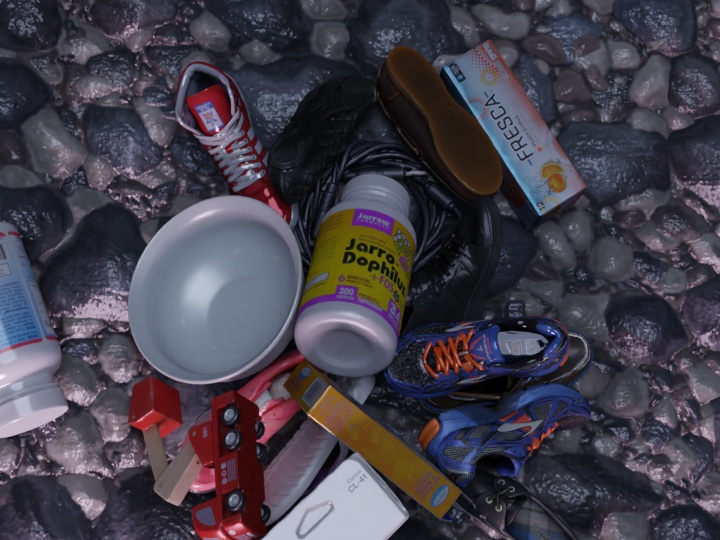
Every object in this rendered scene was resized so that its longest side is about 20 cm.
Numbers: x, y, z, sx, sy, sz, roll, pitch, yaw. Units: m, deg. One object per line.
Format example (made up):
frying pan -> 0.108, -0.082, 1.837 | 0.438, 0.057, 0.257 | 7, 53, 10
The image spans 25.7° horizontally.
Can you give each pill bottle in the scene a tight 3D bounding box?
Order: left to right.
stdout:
pill bottle -> -0.369, 0.061, 1.604 | 0.108, 0.109, 0.202 | -20, 79, -11
pill bottle -> 0.000, 0.000, 1.594 | 0.103, 0.105, 0.202 | 14, 51, -3

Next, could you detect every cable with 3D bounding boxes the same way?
cable -> 0.002, -0.051, 1.702 | 0.199, 0.051, 0.164 | -37, 83, -13

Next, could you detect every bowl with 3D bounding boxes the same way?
bowl -> -0.134, 0.033, 1.629 | 0.198, 0.090, 0.204 | -9, 65, 19

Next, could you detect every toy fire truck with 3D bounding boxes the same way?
toy fire truck -> -0.162, 0.188, 1.564 | 0.140, 0.049, 0.202 | -24, 54, 26

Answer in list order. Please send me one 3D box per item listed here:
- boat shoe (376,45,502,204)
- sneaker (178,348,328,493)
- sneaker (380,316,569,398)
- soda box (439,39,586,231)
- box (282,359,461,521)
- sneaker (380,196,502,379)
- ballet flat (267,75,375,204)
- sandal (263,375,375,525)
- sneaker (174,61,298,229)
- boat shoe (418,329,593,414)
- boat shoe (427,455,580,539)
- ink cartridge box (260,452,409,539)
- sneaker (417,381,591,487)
boat shoe -> 0.083, -0.149, 1.715 | 0.070, 0.071, 0.201 | -19, 66, -30
sneaker -> -0.115, 0.145, 1.623 | 0.200, 0.087, 0.074 | -43, 83, -14
sneaker -> 0.116, 0.078, 1.588 | 0.197, 0.078, 0.076 | -13, 79, -4
soda box -> 0.164, -0.148, 1.737 | 0.068, 0.064, 0.201 | -30, 80, -13
box -> 0.019, 0.171, 1.554 | 0.199, 0.119, 0.042 | 38, 88, -18
sneaker -> 0.079, 0.018, 1.653 | 0.103, 0.060, 0.202 | 3, 109, -29
ballet flat -> -0.043, -0.149, 1.700 | 0.066, 0.057, 0.200 | 18, 46, 23
sandal -> -0.040, 0.189, 1.632 | 0.050, 0.082, 0.203 | 42, 75, -22
sneaker -> -0.134, -0.130, 1.668 | 0.071, 0.112, 0.202 | -29, 78, 6
boat shoe -> 0.159, 0.108, 1.668 | 0.198, 0.072, 0.073 | -18, 79, -10
boat shoe -> 0.157, 0.246, 1.643 | 0.199, 0.057, 0.069 | 38, 76, 4
ink cartridge box -> -0.040, 0.268, 1.542 | 0.147, 0.200, 0.086 | -42, 85, -14
sneaker -> 0.156, 0.175, 1.632 | 0.198, 0.076, 0.079 | -14, 62, -24
